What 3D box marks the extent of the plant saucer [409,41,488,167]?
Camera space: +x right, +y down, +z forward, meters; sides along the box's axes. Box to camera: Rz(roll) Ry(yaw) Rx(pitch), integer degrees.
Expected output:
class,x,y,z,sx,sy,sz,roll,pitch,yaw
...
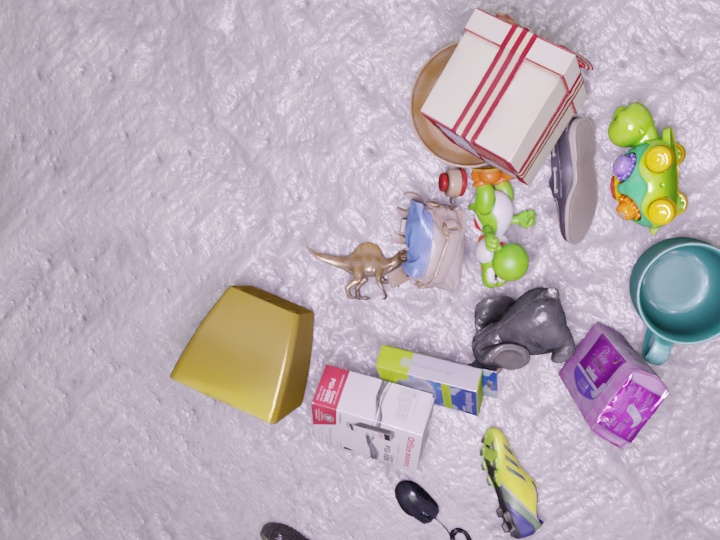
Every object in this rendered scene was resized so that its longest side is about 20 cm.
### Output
class,x,y,z,sx,sy,sz,roll,pitch,yaw
plant saucer,0.180,-0.270,1.112,0.196,0.035,0.204,1,94,11

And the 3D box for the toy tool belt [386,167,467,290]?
class,x,y,z,sx,sy,sz,roll,pitch,yaw
toy tool belt,0.107,-0.069,1.115,0.120,0.125,0.204,2,100,-10

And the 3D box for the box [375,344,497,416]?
class,x,y,z,sx,sy,sz,roll,pitch,yaw
box,0.131,0.189,1.152,0.197,0.123,0.048,12,63,18

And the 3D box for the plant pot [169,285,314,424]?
class,x,y,z,sx,sy,sz,roll,pitch,yaw
plant pot,-0.184,0.132,1.197,0.197,0.200,0.179,21,93,9

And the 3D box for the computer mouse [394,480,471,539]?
class,x,y,z,sx,sy,sz,roll,pitch,yaw
computer mouse,0.139,0.468,1.251,0.200,0.034,0.059,43,105,3

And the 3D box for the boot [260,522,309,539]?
class,x,y,z,sx,sy,sz,roll,pitch,yaw
boot,-0.147,0.618,1.332,0.180,0.073,0.202,28,111,9

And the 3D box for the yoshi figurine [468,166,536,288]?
class,x,y,z,sx,sy,sz,roll,pitch,yaw
yoshi figurine,0.235,-0.068,1.105,0.110,0.112,0.204,-3,102,7

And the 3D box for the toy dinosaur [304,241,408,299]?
class,x,y,z,sx,sy,sz,roll,pitch,yaw
toy dinosaur,0.000,0.000,1.205,0.196,0.058,0.103,2,85,5

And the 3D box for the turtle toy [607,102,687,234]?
class,x,y,z,sx,sy,sz,roll,pitch,yaw
turtle toy,0.434,-0.155,1.037,0.100,0.145,0.204,-2,99,35

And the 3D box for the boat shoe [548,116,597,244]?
class,x,y,z,sx,sy,sz,roll,pitch,yaw
boat shoe,0.340,-0.146,1.102,0.062,0.072,0.204,17,114,54

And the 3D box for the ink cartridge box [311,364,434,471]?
class,x,y,z,sx,sy,sz,roll,pitch,yaw
ink cartridge box,0.021,0.259,1.185,0.197,0.084,0.148,14,141,11

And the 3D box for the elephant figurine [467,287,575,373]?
class,x,y,z,sx,sy,sz,roll,pitch,yaw
elephant figurine,0.240,0.113,1.112,0.197,0.142,0.157,-20,100,11

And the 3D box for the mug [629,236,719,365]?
class,x,y,z,sx,sy,sz,roll,pitch,yaw
mug,0.486,0.035,1.057,0.184,0.114,0.153,-36,90,17

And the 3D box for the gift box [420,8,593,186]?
class,x,y,z,sx,sy,sz,roll,pitch,yaw
gift box,0.217,-0.257,0.999,0.183,0.199,0.189,34,100,19

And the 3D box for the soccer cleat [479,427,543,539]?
class,x,y,z,sx,sy,sz,roll,pitch,yaw
soccer cleat,0.270,0.370,1.201,0.082,0.065,0.204,-16,91,-15

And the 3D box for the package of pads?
class,x,y,z,sx,sy,sz,roll,pitch,yaw
package of pads,0.388,0.172,1.058,0.075,0.200,0.122,29,105,-7
